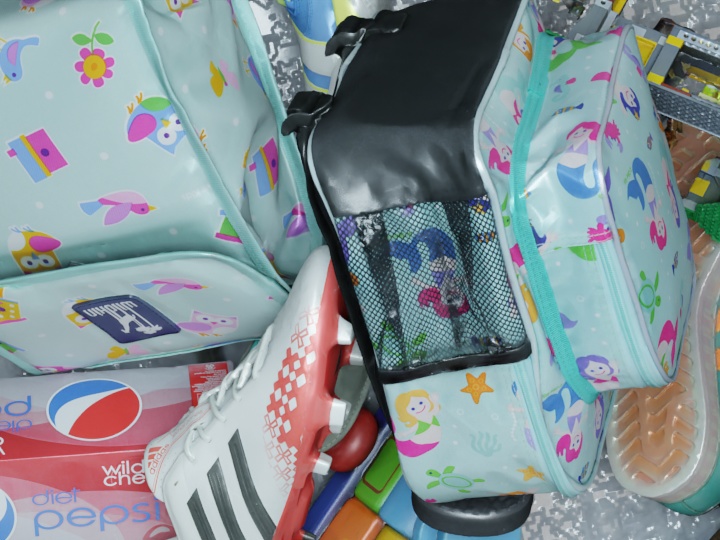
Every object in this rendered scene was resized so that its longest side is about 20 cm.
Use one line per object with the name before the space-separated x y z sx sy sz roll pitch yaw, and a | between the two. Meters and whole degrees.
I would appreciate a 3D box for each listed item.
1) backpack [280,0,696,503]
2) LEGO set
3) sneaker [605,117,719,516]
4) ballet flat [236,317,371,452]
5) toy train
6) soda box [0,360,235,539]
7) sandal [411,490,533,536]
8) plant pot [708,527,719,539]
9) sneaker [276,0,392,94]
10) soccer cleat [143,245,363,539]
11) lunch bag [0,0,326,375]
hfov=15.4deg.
backpack | 0.063 -0.004 1.134 0.150 0.178 0.200 -2 119 15
LEGO set | 0.139 -0.110 1.236 0.200 0.154 0.116 21 65 21
sneaker | 0.165 0.022 1.312 0.071 0.080 0.200 -1 74 33
ballet flat | 0.000 0.000 1.290 0.067 0.064 0.200 14 64 30
toy train | -0.007 0.168 1.262 0.085 0.116 0.200 35 88 -27
soda box | -0.155 0.095 1.266 0.200 0.063 0.070 -4 127 -5
sandal | 0.056 0.062 1.256 0.075 0.200 0.045 4 129 7
plant pot | 0.216 0.194 1.266 0.198 0.200 0.200 -42 96 4
sneaker | -0.037 -0.170 1.282 0.105 0.076 0.200 3 85 6
soccer cleat | -0.052 0.075 1.190 0.085 0.069 0.200 16 120 3
lunch bag | -0.118 -0.042 1.215 0.170 0.122 0.200 -11 117 23
